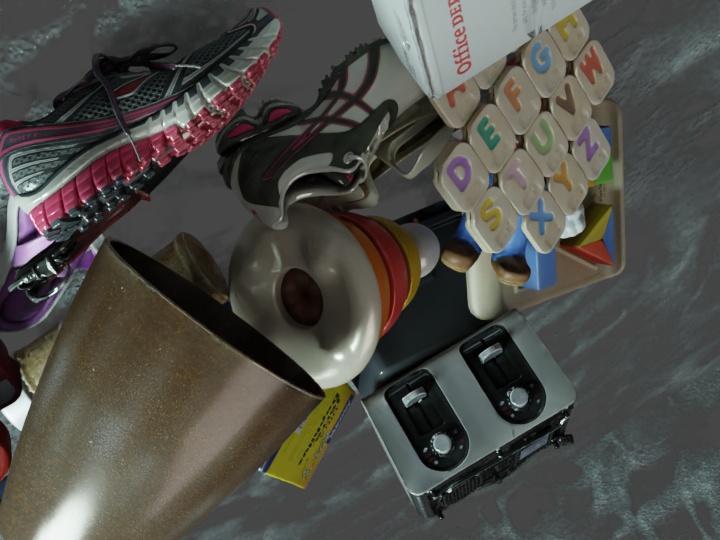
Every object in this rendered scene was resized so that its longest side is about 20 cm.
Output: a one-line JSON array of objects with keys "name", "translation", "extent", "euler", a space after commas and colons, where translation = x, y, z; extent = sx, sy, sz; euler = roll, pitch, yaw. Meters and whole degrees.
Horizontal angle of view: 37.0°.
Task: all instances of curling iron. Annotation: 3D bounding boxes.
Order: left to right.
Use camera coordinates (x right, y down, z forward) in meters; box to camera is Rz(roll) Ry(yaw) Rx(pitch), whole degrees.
[{"name": "curling iron", "translation": [-0.150, -0.050, 0.709], "extent": [0.200, 0.026, 0.049], "euler": [-47, -157, -23]}]

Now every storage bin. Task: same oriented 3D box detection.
[{"name": "storage bin", "translation": [0.051, 0.032, 1.074], "extent": [0.198, 0.135, 0.146], "euler": [-24, 156, -22]}]

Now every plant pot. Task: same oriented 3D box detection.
[{"name": "plant pot", "translation": [-0.156, 0.113, 0.744], "extent": [0.201, 0.186, 0.187], "euler": [-54, 156, 0]}]

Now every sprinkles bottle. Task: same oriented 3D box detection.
[{"name": "sprinkles bottle", "translation": [-0.202, 0.051, 0.870], "extent": [0.199, 0.069, 0.068], "euler": [-35, 157, 5]}]

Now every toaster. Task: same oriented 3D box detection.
[{"name": "toaster", "translation": [0.109, 0.145, 1.046], "extent": [0.179, 0.119, 0.200], "euler": [-29, 159, -4]}]

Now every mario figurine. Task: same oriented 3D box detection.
[{"name": "mario figurine", "translation": [0.129, -0.086, 0.920], "extent": [0.122, 0.106, 0.202], "euler": [-1, 114, -33]}]

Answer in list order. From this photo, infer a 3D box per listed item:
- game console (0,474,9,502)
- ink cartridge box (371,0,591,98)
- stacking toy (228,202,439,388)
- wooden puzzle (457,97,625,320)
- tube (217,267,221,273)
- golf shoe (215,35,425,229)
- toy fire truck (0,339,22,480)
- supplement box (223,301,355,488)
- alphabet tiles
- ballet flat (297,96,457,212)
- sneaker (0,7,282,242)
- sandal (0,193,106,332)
[{"name": "game console", "translation": [-0.244, 0.141, 0.925], "extent": [0.174, 0.118, 0.200], "euler": [-64, 168, 7]}, {"name": "ink cartridge box", "translation": [0.100, -0.221, 0.696], "extent": [0.199, 0.085, 0.146], "euler": [-34, 157, -2]}, {"name": "stacking toy", "translation": [0.000, 0.000, 0.892], "extent": [0.199, 0.146, 0.146], "euler": [-24, 160, -52]}, {"name": "wooden puzzle", "translation": [0.188, -0.060, 1.039], "extent": [0.198, 0.046, 0.188], "euler": [-15, 108, -31]}, {"name": "tube", "translation": [-0.151, 0.065, 0.999], "extent": [0.077, 0.051, 0.201], "euler": [-28, 152, -14]}, {"name": "golf shoe", "translation": [-0.008, -0.102, 0.793], "extent": [0.199, 0.089, 0.077], "euler": [-31, 156, -7]}, {"name": "toy fire truck", "translation": [-0.338, 0.083, 0.730], "extent": [0.198, 0.113, 0.169], "euler": [-26, 131, 3]}, {"name": "supplement box", "translation": [-0.086, 0.118, 0.981], "extent": [0.110, 0.108, 0.200], "euler": [-60, 166, -9]}, {"name": "alphabet tiles", "translation": [0.133, -0.116, 0.847], "extent": [0.201, 0.015, 0.196], "euler": [-54, 126, -19]}, {"name": "ballet flat", "translation": [0.009, -0.089, 0.871], "extent": [0.199, 0.063, 0.067], "euler": [-40, 157, 17]}, {"name": "sneaker", "translation": [-0.130, -0.105, 0.656], "extent": [0.199, 0.075, 0.081], "euler": [-39, 180, -20]}, {"name": "sandal", "translation": [-0.209, -0.014, 0.754], "extent": [0.082, 0.050, 0.203], "euler": [-12, 149, -40]}]
